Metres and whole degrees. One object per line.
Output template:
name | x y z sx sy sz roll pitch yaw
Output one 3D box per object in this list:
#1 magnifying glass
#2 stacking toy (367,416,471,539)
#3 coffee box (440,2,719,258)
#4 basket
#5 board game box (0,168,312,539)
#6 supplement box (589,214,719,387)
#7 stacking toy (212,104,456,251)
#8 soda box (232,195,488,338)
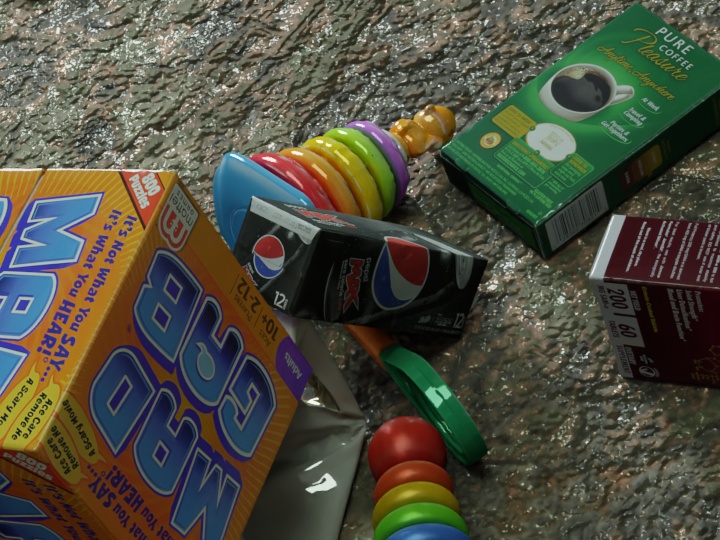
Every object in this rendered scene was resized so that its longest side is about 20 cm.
magnifying glass | 0.032 0.070 1.630 0.022 0.080 0.200 -36 36 -8
stacking toy | 0.040 0.171 1.527 0.085 0.086 0.201 -16 42 7
coffee box | 0.173 -0.106 1.745 0.200 0.044 0.123 -38 48 -13
basket | -0.090 0.143 1.563 0.123 0.136 0.201 -3 49 24
board game box | -0.185 0.077 1.432 0.199 0.200 0.201 2 53 32
supplement box | 0.262 0.026 1.547 0.199 0.109 0.061 5 51 26
stacking toy | -0.004 -0.071 1.755 0.200 0.116 0.110 -35 49 -27
soda box | 0.000 0.000 1.612 0.071 0.200 0.064 26 100 36
